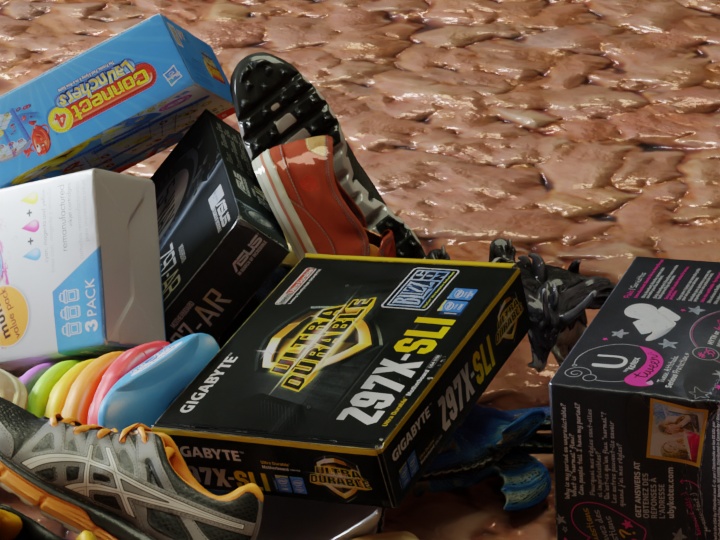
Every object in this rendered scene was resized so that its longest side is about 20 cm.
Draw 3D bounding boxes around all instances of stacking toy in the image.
[{"bbox_3d":[-0.180,0.096,1.638,0.199,0.110,0.116,3,26,38],"label":"stacking toy"}]

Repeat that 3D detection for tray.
[{"bbox_3d":[-0.019,0.130,1.585,0.107,0.022,0.200,-32,18,17],"label":"tray"}]

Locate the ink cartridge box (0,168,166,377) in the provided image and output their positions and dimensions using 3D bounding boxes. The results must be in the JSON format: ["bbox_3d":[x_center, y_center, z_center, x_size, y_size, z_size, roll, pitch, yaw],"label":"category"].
[{"bbox_3d":[-0.228,0.009,1.703,0.199,0.116,0.068,-11,-11,33],"label":"ink cartridge box"}]

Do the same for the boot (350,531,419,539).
[{"bbox_3d":[0.028,0.214,1.402,0.175,0.066,0.200,-5,23,-40],"label":"boot"}]

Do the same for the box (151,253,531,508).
[{"bbox_3d":[-0.008,0.063,1.572,0.159,0.050,0.200,5,34,30],"label":"box"}]

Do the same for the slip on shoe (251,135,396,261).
[{"bbox_3d":[0.000,0.000,1.718,0.061,0.200,0.074,-28,10,4],"label":"slip on shoe"}]

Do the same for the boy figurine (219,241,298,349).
[{"bbox_3d":[-0.055,0.003,1.852,0.124,0.065,0.200,12,24,1],"label":"boy figurine"}]

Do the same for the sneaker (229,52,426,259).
[{"bbox_3d":[-0.032,-0.065,1.792,0.066,0.200,0.090,-38,17,-6],"label":"sneaker"}]

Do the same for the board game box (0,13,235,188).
[{"bbox_3d":[-0.196,-0.102,1.842,0.195,0.056,0.200,-27,-4,6],"label":"board game box"}]

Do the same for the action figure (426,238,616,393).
[{"bbox_3d":[0.104,0.035,1.747,0.118,0.103,0.200,-6,9,-16],"label":"action figure"}]

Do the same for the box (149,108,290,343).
[{"bbox_3d":[-0.126,-0.004,1.774,0.043,0.160,0.200,34,15,-22],"label":"box"}]

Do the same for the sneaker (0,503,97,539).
[{"bbox_3d":[-0.224,0.165,1.485,0.199,0.082,0.078,8,27,21],"label":"sneaker"}]

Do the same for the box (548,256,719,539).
[{"bbox_3d":[0.195,0.090,1.583,0.114,0.133,0.200,6,25,21],"label":"box"}]

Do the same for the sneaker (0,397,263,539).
[{"bbox_3d":[-0.145,0.119,1.508,0.200,0.077,0.078,30,0,4],"label":"sneaker"}]

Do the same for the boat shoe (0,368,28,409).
[{"bbox_3d":[-0.292,0.078,1.647,0.200,0.072,0.065,9,-19,43],"label":"boat shoe"}]

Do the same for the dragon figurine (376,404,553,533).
[{"bbox_3d":[0.083,0.113,1.609,0.099,0.059,0.200,4,17,28],"label":"dragon figurine"}]
